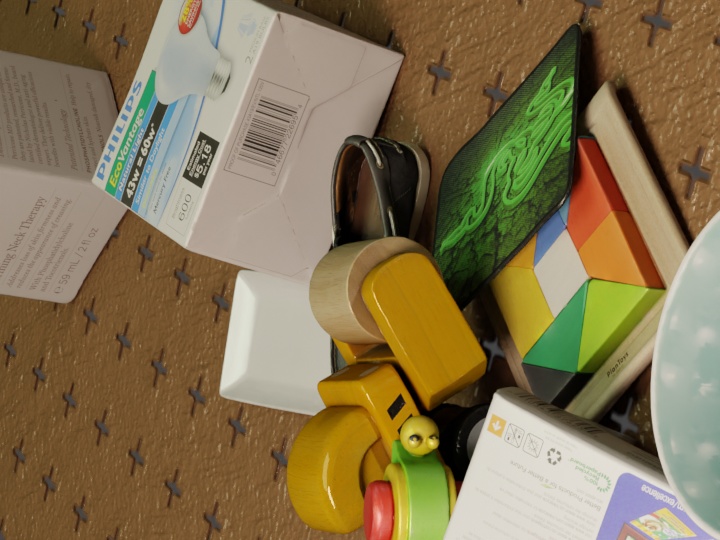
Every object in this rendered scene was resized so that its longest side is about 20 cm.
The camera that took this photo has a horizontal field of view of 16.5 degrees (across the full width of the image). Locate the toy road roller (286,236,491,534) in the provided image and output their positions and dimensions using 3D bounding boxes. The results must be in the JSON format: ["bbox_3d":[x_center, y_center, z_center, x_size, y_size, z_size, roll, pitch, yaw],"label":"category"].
[{"bbox_3d":[0.008,0.090,1.649,0.200,0.146,0.123,63,161,-7],"label":"toy road roller"}]

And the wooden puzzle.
[{"bbox_3d":[0.139,0.003,1.627,0.185,0.037,0.200,-54,39,38],"label":"wooden puzzle"}]

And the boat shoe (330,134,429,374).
[{"bbox_3d":[0.000,0.000,1.824,0.072,0.068,0.200,5,87,36],"label":"boat shoe"}]

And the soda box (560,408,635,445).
[{"bbox_3d":[0.108,0.191,1.571,0.063,0.068,0.200,21,102,29],"label":"soda box"}]

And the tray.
[{"bbox_3d":[-0.051,0.057,1.950,0.200,0.022,0.108,5,87,60],"label":"tray"}]

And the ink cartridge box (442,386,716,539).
[{"bbox_3d":[0.135,0.201,1.491,0.197,0.047,0.200,26,107,28],"label":"ink cartridge box"}]

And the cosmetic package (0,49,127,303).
[{"bbox_3d":[-0.343,-0.093,2.314,0.167,0.200,0.166,-55,38,38],"label":"cosmetic package"}]

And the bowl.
[{"bbox_3d":[0.258,0.056,1.341,0.201,0.105,0.201,-23,63,55],"label":"bowl"}]

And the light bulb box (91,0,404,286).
[{"bbox_3d":[-0.092,-0.117,1.953,0.200,0.125,0.198,31,101,58],"label":"light bulb box"}]

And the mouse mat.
[{"bbox_3d":[0.096,-0.059,1.700,0.200,0.008,0.161,-47,27,46],"label":"mouse mat"}]

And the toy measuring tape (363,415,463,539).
[{"bbox_3d":[0.035,0.192,1.574,0.074,0.073,0.200,14,103,60],"label":"toy measuring tape"}]
